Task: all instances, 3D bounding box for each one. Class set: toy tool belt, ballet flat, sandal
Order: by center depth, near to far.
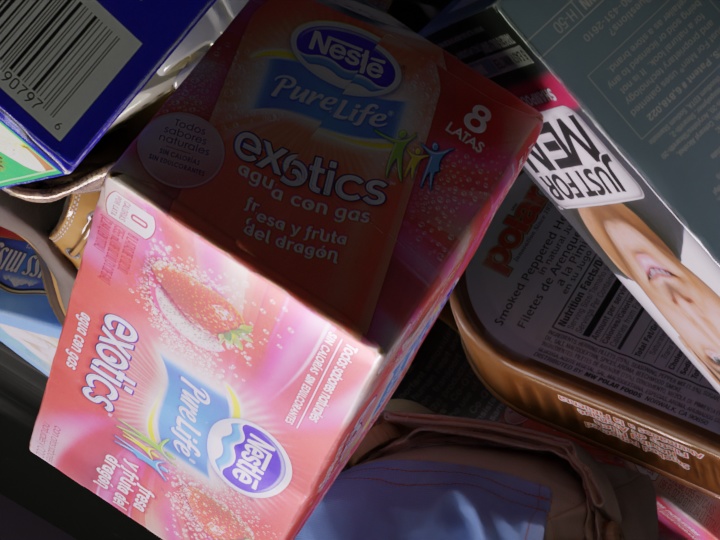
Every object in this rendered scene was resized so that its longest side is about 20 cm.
[{"bbox_3d":[-0.064,-0.073,0.894,0.200,0.067,0.068,-34,83,40],"label":"ballet flat"},{"bbox_3d":[0.006,0.118,0.942,0.200,0.125,0.123,-4,-175,22],"label":"toy tool belt"},{"bbox_3d":[-0.111,-0.027,1.047,0.055,0.082,0.200,18,150,27],"label":"sandal"}]

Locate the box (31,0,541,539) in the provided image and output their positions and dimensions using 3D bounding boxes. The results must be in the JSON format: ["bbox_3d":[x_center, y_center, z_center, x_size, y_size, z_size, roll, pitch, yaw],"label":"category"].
[{"bbox_3d":[-0.029,0.008,0.812,0.095,0.103,0.200,33,149,4],"label":"box"}]

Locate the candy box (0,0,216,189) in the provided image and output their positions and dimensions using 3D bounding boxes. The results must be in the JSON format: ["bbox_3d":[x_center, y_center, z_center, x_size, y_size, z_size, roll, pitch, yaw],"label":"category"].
[{"bbox_3d":[-0.095,-0.106,0.807,0.077,0.169,0.200,43,162,-15],"label":"candy box"}]

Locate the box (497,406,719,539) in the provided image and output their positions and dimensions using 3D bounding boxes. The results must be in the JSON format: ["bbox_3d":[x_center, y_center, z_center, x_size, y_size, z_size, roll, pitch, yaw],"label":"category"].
[{"bbox_3d":[0.168,0.085,1.063,0.200,0.103,0.095,40,163,-27],"label":"box"}]

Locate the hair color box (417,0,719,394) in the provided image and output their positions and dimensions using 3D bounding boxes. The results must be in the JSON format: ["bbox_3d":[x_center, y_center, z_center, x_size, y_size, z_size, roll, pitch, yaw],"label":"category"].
[{"bbox_3d":[0.112,-0.021,0.793,0.200,0.061,0.099,48,170,-8],"label":"hair color box"}]

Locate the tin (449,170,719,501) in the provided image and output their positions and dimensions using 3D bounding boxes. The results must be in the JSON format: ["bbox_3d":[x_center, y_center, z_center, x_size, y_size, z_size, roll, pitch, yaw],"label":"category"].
[{"bbox_3d":[0.124,0.017,0.911,0.200,0.112,0.042,22,153,27],"label":"tin"}]

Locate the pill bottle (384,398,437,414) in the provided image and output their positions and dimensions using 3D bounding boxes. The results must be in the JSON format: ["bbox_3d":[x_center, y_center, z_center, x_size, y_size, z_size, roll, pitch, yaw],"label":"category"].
[{"bbox_3d":[0.028,0.123,1.060,0.200,0.111,0.111,32,166,14],"label":"pill bottle"}]

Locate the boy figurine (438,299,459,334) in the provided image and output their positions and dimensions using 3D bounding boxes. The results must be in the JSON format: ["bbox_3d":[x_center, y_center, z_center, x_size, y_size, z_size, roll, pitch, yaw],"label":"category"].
[{"bbox_3d":[0.000,0.000,1.042,0.200,0.064,0.124,10,139,-37],"label":"boy figurine"}]

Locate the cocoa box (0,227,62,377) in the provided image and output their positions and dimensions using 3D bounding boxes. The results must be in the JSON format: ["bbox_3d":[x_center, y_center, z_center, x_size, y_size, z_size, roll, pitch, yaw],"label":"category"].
[{"bbox_3d":[-0.075,0.021,1.259,0.133,0.131,0.200,12,157,50],"label":"cocoa box"}]

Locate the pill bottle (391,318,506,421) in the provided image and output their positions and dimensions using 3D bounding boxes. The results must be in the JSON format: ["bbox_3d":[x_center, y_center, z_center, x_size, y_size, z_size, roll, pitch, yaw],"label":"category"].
[{"bbox_3d":[0.015,0.034,1.166,0.200,0.113,0.113,38,163,-28],"label":"pill bottle"}]
